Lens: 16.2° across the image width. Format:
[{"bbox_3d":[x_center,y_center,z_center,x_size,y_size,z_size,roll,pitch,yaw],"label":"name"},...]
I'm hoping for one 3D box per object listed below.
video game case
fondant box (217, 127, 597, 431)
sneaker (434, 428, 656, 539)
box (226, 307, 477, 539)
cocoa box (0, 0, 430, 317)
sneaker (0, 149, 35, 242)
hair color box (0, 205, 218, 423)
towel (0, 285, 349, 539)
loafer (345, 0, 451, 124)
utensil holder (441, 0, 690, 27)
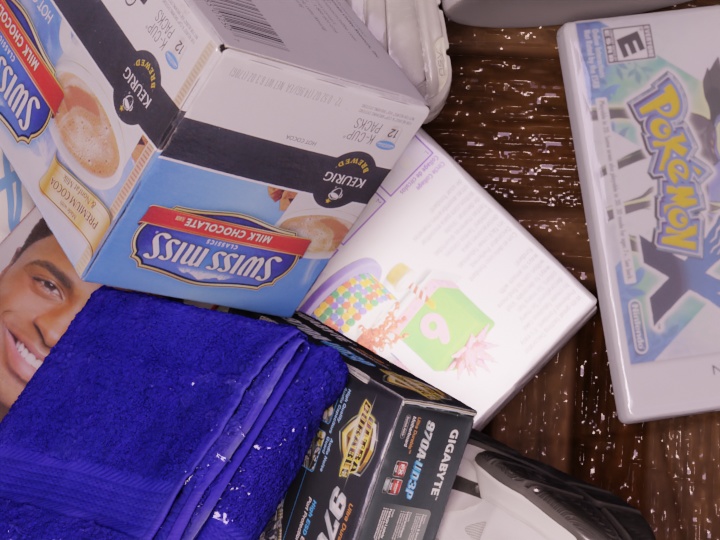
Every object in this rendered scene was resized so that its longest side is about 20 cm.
[{"bbox_3d":[0.201,-0.035,1.262,0.181,0.022,0.201,-7,83,-11],"label":"video game case"},{"bbox_3d":[0.000,0.000,1.277,0.200,0.058,0.144,44,89,8],"label":"fondant box"},{"bbox_3d":[0.055,0.141,1.153,0.075,0.200,0.116,18,93,-31],"label":"sneaker"},{"bbox_3d":[-0.035,0.130,1.178,0.046,0.159,0.201,13,97,-35],"label":"box"},{"bbox_3d":[-0.089,-0.095,1.180,0.131,0.133,0.200,-55,47,23],"label":"cocoa box"},{"bbox_3d":[-0.184,-0.009,1.296,0.072,0.072,0.201,-20,68,39],"label":"sneaker"},{"bbox_3d":[-0.165,0.057,1.195,0.101,0.061,0.200,39,59,0],"label":"hair color box"},{"bbox_3d":[-0.109,0.093,1.097,0.147,0.050,0.200,13,54,29],"label":"towel"},{"bbox_3d":[-0.006,-0.165,1.247,0.069,0.070,0.201,-8,74,-12],"label":"loafer"},{"bbox_3d":[0.103,-0.233,1.240,0.169,0.170,0.201,-7,85,4],"label":"utensil holder"}]
